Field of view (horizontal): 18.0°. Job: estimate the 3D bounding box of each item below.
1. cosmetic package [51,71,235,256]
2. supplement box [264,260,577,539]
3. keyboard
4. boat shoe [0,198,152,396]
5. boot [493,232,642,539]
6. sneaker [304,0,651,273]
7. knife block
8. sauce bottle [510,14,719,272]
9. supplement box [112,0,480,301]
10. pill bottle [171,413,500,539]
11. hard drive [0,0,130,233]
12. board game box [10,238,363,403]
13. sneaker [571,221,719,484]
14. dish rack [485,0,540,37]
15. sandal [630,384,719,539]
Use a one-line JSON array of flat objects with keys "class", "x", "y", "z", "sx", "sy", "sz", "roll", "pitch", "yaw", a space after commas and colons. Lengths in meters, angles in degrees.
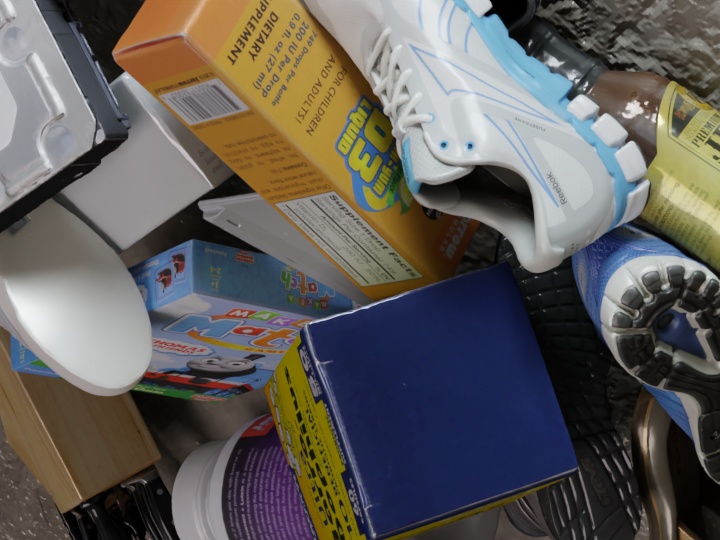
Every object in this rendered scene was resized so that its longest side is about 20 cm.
[{"class": "cosmetic package", "x": -0.121, "y": -0.069, "z": 1.274, "sx": 0.081, "sy": 0.113, "sz": 0.200, "roll": 53, "pitch": 143, "yaw": -7}, {"class": "supplement box", "x": 0.025, "y": 0.078, "z": 1.163, "sx": 0.200, "sy": 0.109, "sz": 0.109, "roll": 123, "pitch": 129, "yaw": -77}, {"class": "keyboard", "x": 0.000, "y": 0.000, "z": 1.230, "sx": 0.056, "sy": 0.011, "sz": 0.200, "roll": -13, "pitch": 150, "yaw": 41}, {"class": "boat shoe", "x": -0.194, "y": -0.001, "z": 1.260, "sx": 0.200, "sy": 0.072, "sz": 0.069, "roll": 41, "pitch": 151, "yaw": 8}, {"class": "boot", "x": 0.092, "y": 0.054, "z": 1.227, "sx": 0.132, "sy": 0.069, "sz": 0.201, "roll": -169, "pitch": 74, "yaw": -76}, {"class": "sneaker", "x": 0.038, "y": -0.077, "z": 1.055, "sx": 0.200, "sy": 0.087, "sz": 0.075, "roll": 41, "pitch": 146, "yaw": 13}, {"class": "knife block", "x": -0.173, "y": 0.112, "z": 1.480, "sx": 0.175, "sy": 0.064, "sz": 0.201, "roll": 40, "pitch": 148, "yaw": 42}, {"class": "sauce bottle", "x": 0.152, "y": -0.051, "z": 1.087, "sx": 0.200, "sy": 0.065, "sz": 0.065, "roll": 35, "pitch": 141, "yaw": 8}, {"class": "supplement box", "x": -0.025, "y": -0.070, "z": 1.127, "sx": 0.069, "sy": 0.067, "sz": 0.200, "roll": -8, "pitch": 137, "yaw": 48}, {"class": "pill bottle", "x": -0.021, "y": 0.139, "z": 1.380, "sx": 0.200, "sy": 0.111, "sz": 0.112, "roll": -9, "pitch": 119, "yaw": 45}, {"class": "hard drive", "x": -0.228, "y": -0.079, "z": 1.201, "sx": 0.200, "sy": 0.038, "sz": 0.140, "roll": -31, "pitch": 82, "yaw": 24}, {"class": "board game box", "x": -0.091, "y": 0.033, "z": 1.332, "sx": 0.151, "sy": 0.037, "sz": 0.200, "roll": 12, "pitch": 158, "yaw": -35}, {"class": "sneaker", "x": 0.168, "y": 0.035, "z": 1.136, "sx": 0.200, "sy": 0.078, "sz": 0.089, "roll": 48, "pitch": -173, "yaw": -42}, {"class": "dish rack", "x": -0.005, "y": -0.182, "z": 1.113, "sx": 0.200, "sy": 0.055, "sz": 0.153, "roll": 48, "pitch": 141, "yaw": -6}, {"class": "sandal", "x": 0.188, "y": 0.138, "z": 1.234, "sx": 0.054, "sy": 0.080, "sz": 0.201, "roll": 0, "pitch": 122, "yaw": 21}]
